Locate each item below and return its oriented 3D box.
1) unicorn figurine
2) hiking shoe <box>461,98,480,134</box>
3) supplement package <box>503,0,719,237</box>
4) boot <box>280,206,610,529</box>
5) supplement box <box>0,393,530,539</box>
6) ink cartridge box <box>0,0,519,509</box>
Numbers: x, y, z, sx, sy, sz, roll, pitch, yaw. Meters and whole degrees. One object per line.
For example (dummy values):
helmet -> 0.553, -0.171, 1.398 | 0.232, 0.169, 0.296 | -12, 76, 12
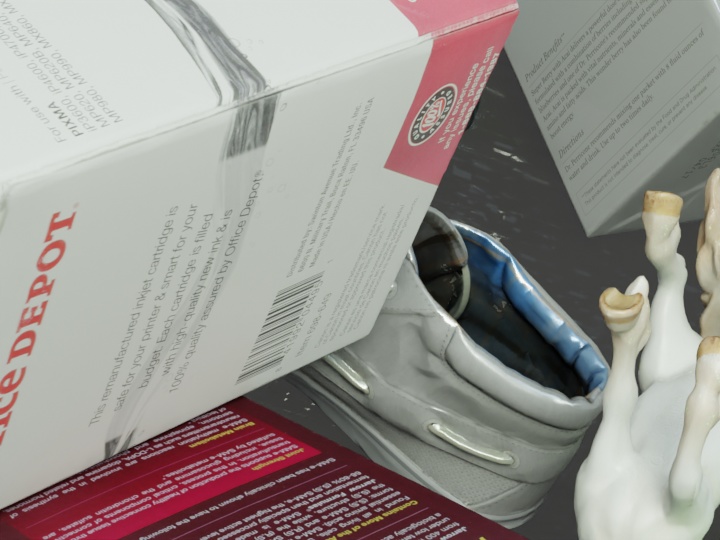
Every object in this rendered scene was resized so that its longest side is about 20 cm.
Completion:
unicorn figurine -> 0.088, 0.056, 0.699 | 0.074, 0.138, 0.200 | 28, 42, 30
hiking shoe -> -0.044, -0.099, 0.812 | 0.199, 0.075, 0.087 | 17, 49, 17
supplement package -> 0.126, -0.134, 0.913 | 0.119, 0.121, 0.201 | -9, 67, -33
boot -> 0.000, 0.000, 0.790 | 0.200, 0.096, 0.074 | 38, 49, 6
supplement box -> -0.048, 0.091, 0.654 | 0.108, 0.061, 0.199 | -20, 26, -34
ink cartridge box -> -0.068, -0.022, 0.640 | 0.085, 0.146, 0.199 | 43, 43, 21
